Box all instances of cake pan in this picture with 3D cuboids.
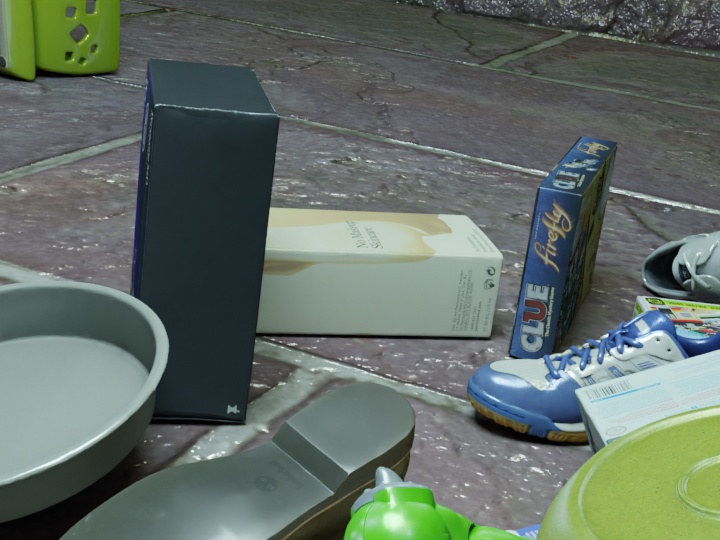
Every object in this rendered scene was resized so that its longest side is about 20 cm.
[{"bbox_3d":[-0.203,0.071,0.644,0.200,0.037,0.200,-5,30,3],"label":"cake pan"}]

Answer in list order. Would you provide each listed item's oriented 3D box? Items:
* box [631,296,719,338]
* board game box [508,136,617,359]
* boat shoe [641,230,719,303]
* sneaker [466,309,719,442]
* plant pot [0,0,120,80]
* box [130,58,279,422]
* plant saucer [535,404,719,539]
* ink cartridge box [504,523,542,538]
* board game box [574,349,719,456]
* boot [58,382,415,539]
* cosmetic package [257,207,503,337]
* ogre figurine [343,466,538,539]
[{"bbox_3d":[0.320,0.065,0.901,0.200,0.035,0.110,6,20,-2],"label":"box"},{"bbox_3d":[0.167,-0.023,0.946,0.035,0.136,0.200,13,20,16],"label":"board game box"},{"bbox_3d":[0.294,-0.004,0.978,0.068,0.072,0.200,-8,5,-9],"label":"boat shoe"},{"bbox_3d":[0.171,0.063,0.782,0.200,0.088,0.075,2,22,-8],"label":"sneaker"},{"bbox_3d":[-0.469,-0.375,1.626,0.200,0.199,0.181,20,29,30],"label":"plant pot"},{"bbox_3d":[-0.107,-0.023,0.757,0.079,0.200,0.141,3,20,-16],"label":"box"},{"bbox_3d":[0.173,0.107,0.526,0.200,0.031,0.200,-13,17,4],"label":"plant saucer"},{"bbox_3d":[0.039,0.171,0.513,0.200,0.042,0.119,-7,25,-25],"label":"ink cartridge box"},{"bbox_3d":[0.216,0.112,0.630,0.147,0.064,0.200,-16,19,2],"label":"board game box"},{"bbox_3d":[-0.057,0.130,0.570,0.200,0.076,0.074,-22,42,-27],"label":"boot"},{"bbox_3d":[0.000,0.000,0.920,0.200,0.071,0.105,1,21,-15],"label":"cosmetic package"},{"bbox_3d":[0.026,0.149,0.401,0.120,0.098,0.200,41,59,-5],"label":"ogre figurine"}]
